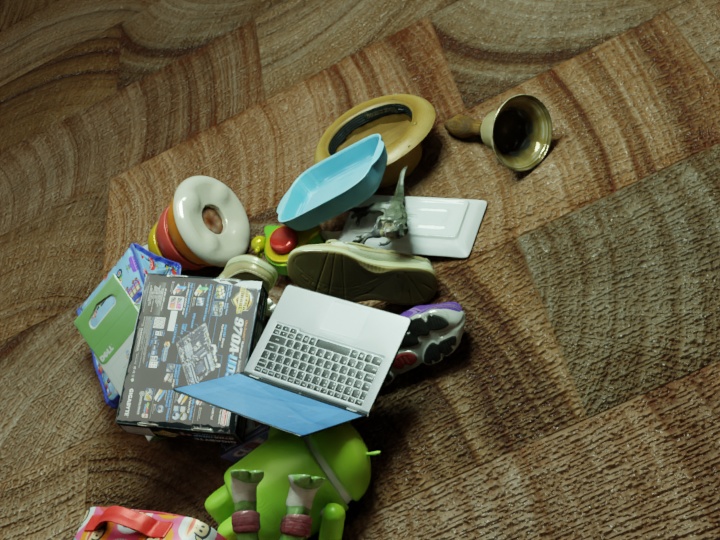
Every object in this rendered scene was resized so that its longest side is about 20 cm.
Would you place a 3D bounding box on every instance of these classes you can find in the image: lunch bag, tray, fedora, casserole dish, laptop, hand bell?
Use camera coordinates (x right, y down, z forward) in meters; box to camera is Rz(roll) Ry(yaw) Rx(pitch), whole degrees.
[{"bbox_3d":[-0.319,0.091,1.677,0.151,0.093,0.201,-46,41,22],"label":"lunch bag"},{"bbox_3d":[0.068,-0.069,1.615,0.197,0.022,0.108,4,50,24],"label":"tray"},{"bbox_3d":[0.028,-0.181,1.755,0.198,0.082,0.202,-18,38,14],"label":"fedora"},{"bbox_3d":[-0.222,0.321,1.286,0.197,0.177,0.083,-3,44,34],"label":"lunch bag"},{"bbox_3d":[-0.034,-0.117,1.634,0.198,0.039,0.122,-24,31,35],"label":"casserole dish"},{"bbox_3d":[-0.074,0.096,1.334,0.185,0.116,0.202,14,67,31],"label":"laptop"},{"bbox_3d":[0.177,-0.205,1.688,0.104,0.105,0.199,-43,26,-15],"label":"hand bell"}]

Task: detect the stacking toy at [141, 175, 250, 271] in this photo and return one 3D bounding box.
[{"bbox_3d":[-0.280,-0.045,1.820,0.199,0.146,0.147,-28,32,38],"label":"stacking toy"}]

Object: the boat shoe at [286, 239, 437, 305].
[{"bbox_3d":[0.001,-0.002,1.524,0.197,0.074,0.063,5,27,-7],"label":"boat shoe"}]

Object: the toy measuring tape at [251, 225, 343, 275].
[{"bbox_3d":[-0.068,-0.027,1.673,0.197,0.074,0.074,2,47,20],"label":"toy measuring tape"}]

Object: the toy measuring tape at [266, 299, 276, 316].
[{"bbox_3d":[-0.086,0.055,1.568,0.074,0.074,0.199,-47,39,-19],"label":"toy measuring tape"}]

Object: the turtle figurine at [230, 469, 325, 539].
[{"bbox_3d":[-0.092,0.301,1.170,0.142,0.200,0.197,-1,76,23],"label":"turtle figurine"}]

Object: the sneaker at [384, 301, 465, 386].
[{"bbox_3d":[0.044,0.092,1.459,0.197,0.082,0.083,-17,13,22],"label":"sneaker"}]

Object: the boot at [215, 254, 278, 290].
[{"bbox_3d":[-0.193,0.072,1.598,0.199,0.072,0.156,-31,30,51],"label":"boot"}]

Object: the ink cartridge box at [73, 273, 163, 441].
[{"bbox_3d":[-0.286,0.112,1.553,0.104,0.059,0.201,-45,71,25],"label":"ink cartridge box"}]

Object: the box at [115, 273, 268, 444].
[{"bbox_3d":[-0.208,0.107,1.461,0.156,0.046,0.203,3,68,11],"label":"box"}]

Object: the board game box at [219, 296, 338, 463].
[{"bbox_3d":[-0.098,0.138,1.453,0.199,0.034,0.137,-32,50,28],"label":"board game box"}]

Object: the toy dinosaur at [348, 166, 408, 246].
[{"bbox_3d":[0.028,-0.072,1.582,0.087,0.048,0.201,-26,25,17],"label":"toy dinosaur"}]

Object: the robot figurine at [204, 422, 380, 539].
[{"bbox_3d":[-0.074,0.240,1.320,0.199,0.116,0.176,-35,43,-5],"label":"robot figurine"}]
